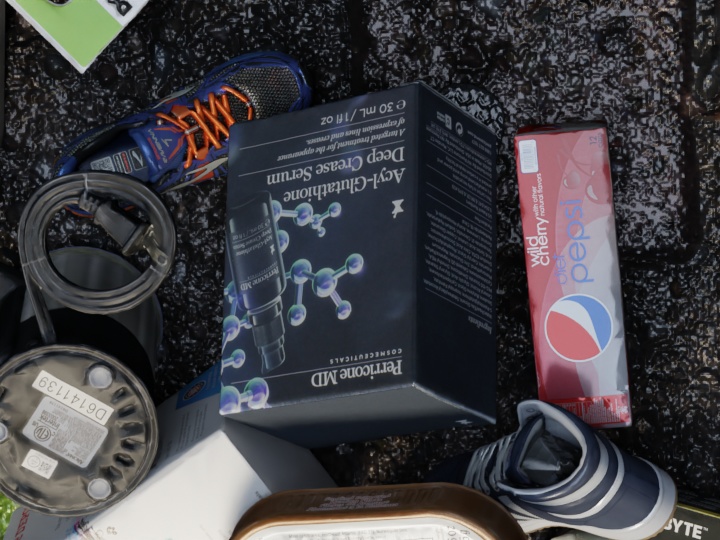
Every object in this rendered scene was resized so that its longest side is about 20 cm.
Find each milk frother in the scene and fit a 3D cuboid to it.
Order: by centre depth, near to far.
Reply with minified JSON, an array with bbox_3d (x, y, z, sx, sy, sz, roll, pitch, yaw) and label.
[{"bbox_3d":[-0.176,0.022,1.456,0.200,0.188,0.181,-39,108,10],"label":"milk frother"}]

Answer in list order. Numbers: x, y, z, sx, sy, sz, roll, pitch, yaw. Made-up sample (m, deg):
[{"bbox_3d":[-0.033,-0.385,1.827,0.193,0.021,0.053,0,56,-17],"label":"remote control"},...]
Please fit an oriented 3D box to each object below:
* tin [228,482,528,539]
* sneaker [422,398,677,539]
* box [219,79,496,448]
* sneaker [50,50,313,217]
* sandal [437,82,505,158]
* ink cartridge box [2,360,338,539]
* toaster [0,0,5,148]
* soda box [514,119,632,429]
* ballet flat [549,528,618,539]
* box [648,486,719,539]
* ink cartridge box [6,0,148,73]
[{"bbox_3d":[0.007,0.189,1.384,0.199,0.042,0.113,-5,104,17],"label":"tin"},{"bbox_3d":[0.097,0.131,1.462,0.199,0.108,0.070,-3,65,42],"label":"sneaker"},{"bbox_3d":[0.000,0.000,1.435,0.148,0.107,0.201,-11,69,31],"label":"box"},{"bbox_3d":[-0.122,-0.085,1.511,0.199,0.078,0.076,-27,94,10],"label":"sneaker"},{"bbox_3d":[0.053,-0.027,1.521,0.075,0.045,0.201,17,85,-1],"label":"sandal"},{"bbox_3d":[-0.125,0.188,1.503,0.200,0.147,0.146,-35,105,11],"label":"ink cartridge box"},{"bbox_3d":[-0.337,-0.132,1.484,0.180,0.119,0.201,12,131,5],"label":"toaster"},{"bbox_3d":[0.142,0.003,1.495,0.063,0.070,0.201,-4,97,7],"label":"soda box"},{"bbox_3d":[0.110,0.225,1.505,0.064,0.068,0.200,31,121,-13],"label":"ballet flat"},{"bbox_3d":[0.245,0.238,1.481,0.199,0.049,0.161,14,103,36],"label":"box"},{"bbox_3d":[-0.161,-0.250,1.482,0.148,0.076,0.200,44,92,0],"label":"ink cartridge box"}]
